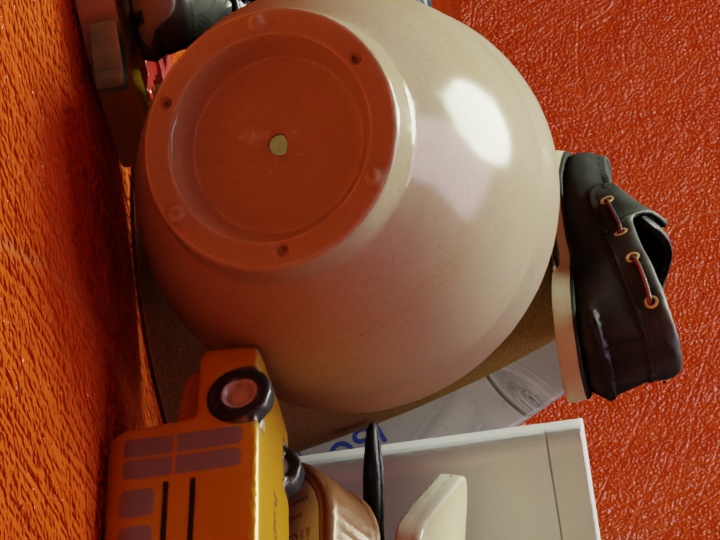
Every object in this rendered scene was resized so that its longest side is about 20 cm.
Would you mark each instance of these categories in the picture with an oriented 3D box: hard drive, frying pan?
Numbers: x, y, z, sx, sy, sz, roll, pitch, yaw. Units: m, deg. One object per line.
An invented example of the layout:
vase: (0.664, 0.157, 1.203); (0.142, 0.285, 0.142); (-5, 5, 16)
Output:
hard drive: (0.028, 0.156, 1.487); (0.027, 0.199, 0.133); (-72, 153, -74)
frying pan: (0.016, 0.186, 1.437); (0.115, 0.031, 0.191); (70, 25, -66)

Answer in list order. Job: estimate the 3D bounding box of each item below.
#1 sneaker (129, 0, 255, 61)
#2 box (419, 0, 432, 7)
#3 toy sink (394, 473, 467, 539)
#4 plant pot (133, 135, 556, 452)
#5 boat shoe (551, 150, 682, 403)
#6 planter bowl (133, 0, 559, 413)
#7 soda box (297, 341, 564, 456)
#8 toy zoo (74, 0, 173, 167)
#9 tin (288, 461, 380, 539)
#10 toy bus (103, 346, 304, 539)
sneaker: (-0.068, -0.150, 1.382); (0.200, 0.079, 0.076); (-62, 145, -76)
box: (-0.015, -0.148, 1.850); (0.197, 0.123, 0.201); (55, 27, -80)
toy sink: (0.079, 0.212, 1.382); (0.130, 0.111, 0.201); (-34, 127, -76)
plant pot: (0.000, 0.000, 1.450); (0.186, 0.199, 0.187); (-9, 90, -84)
boat shoe: (0.125, -0.002, 1.405); (0.202, 0.063, 0.074); (-89, 167, -62)
planter bowl: (-0.021, -0.044, 1.284); (0.135, 0.199, 0.201); (32, 49, -69)
soda box: (0.032, 0.084, 1.590); (0.068, 0.200, 0.063); (58, 5, 4)
toy zoo: (-0.117, -0.142, 1.385); (0.200, 0.020, 0.132); (-88, 168, -54)
tin: (-0.042, 0.172, 1.261); (0.042, 0.112, 0.201); (44, 29, -35)
toy bus: (-0.068, 0.129, 1.217); (0.065, 0.078, 0.201); (71, 12, -45)
